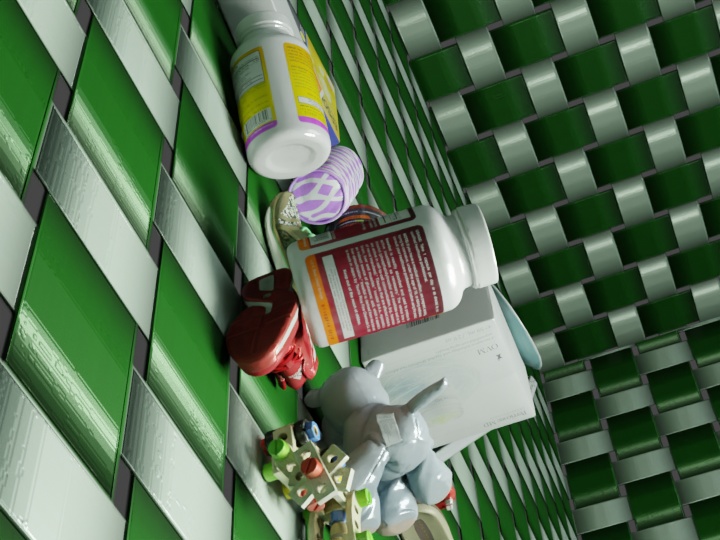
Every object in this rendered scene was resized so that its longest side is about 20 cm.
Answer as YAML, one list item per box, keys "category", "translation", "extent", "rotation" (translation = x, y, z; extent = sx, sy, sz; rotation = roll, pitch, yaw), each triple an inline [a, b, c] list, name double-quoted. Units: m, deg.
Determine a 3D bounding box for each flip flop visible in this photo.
- category: "flip flop"
  translation: [0.110, 0.390, 1.676]
  extent: [0.200, 0.081, 0.058]
  rotation: [62, 9, -22]

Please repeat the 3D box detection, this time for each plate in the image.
- category: "plate"
  translation: [0.210, 0.077, 1.972]
  extent: [0.200, 0.026, 0.200]
  rotation: [54, -6, 9]

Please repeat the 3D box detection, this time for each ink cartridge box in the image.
- category: "ink cartridge box"
  translation: [-0.085, -0.287, 1.937]
  extent: [0.200, 0.047, 0.198]
  rotation: [-100, 167, -47]

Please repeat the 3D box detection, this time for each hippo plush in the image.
- category: "hippo plush"
  translation: [-0.004, 0.185, 1.409]
  extent: [0.161, 0.159, 0.200]
  rotation: [41, -30, 43]

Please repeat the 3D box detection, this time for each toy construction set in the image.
- category: "toy construction set"
  translation: [-0.041, 0.220, 1.229]
  extent: [0.200, 0.092, 0.131]
  rotation: [75, 5, -51]

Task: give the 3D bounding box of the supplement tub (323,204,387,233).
- category: "supplement tub"
  translation: [0.000, 0.000, 1.715]
  extent: [0.200, 0.107, 0.107]
  rotation: [-91, 159, -59]

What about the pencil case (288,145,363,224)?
- category: "pencil case"
  translation: [-0.047, -0.118, 1.736]
  extent: [0.200, 0.085, 0.084]
  rotation: [-63, 137, -76]

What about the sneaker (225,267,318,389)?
- category: "sneaker"
  translation: [-0.075, 0.082, 1.297]
  extent: [0.200, 0.078, 0.116]
  rotation: [-79, 148, -66]

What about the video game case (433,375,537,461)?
- category: "video game case"
  translation: [0.188, 0.240, 1.999]
  extent: [0.022, 0.200, 0.182]
  rotation: [54, 10, 4]

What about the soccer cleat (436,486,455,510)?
- category: "soccer cleat"
  translation: [0.080, 0.275, 1.762]
  extent: [0.200, 0.068, 0.085]
  rotation: [49, 28, -51]

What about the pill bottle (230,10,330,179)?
- category: "pill bottle"
  translation: [-0.104, -0.221, 1.580]
  extent: [0.104, 0.104, 0.200]
  rotation: [51, 24, -61]

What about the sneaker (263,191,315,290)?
- category: "sneaker"
  translation: [-0.056, -0.013, 1.510]
  extent: [0.077, 0.088, 0.200]
  rotation: [53, 21, -57]

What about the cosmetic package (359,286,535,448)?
- category: "cosmetic package"
  translation: [0.125, 0.137, 1.854]
  extent: [0.123, 0.199, 0.200]
  rotation: [-94, 161, -53]

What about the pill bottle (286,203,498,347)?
- category: "pill bottle"
  translation: [0.033, 0.000, 1.299]
  extent: [0.113, 0.200, 0.113]
  rotation: [164, -90, -89]

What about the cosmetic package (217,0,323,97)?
- category: "cosmetic package"
  translation: [-0.121, -0.307, 1.722]
  extent: [0.101, 0.071, 0.200]
  rotation: [-78, 147, -68]
